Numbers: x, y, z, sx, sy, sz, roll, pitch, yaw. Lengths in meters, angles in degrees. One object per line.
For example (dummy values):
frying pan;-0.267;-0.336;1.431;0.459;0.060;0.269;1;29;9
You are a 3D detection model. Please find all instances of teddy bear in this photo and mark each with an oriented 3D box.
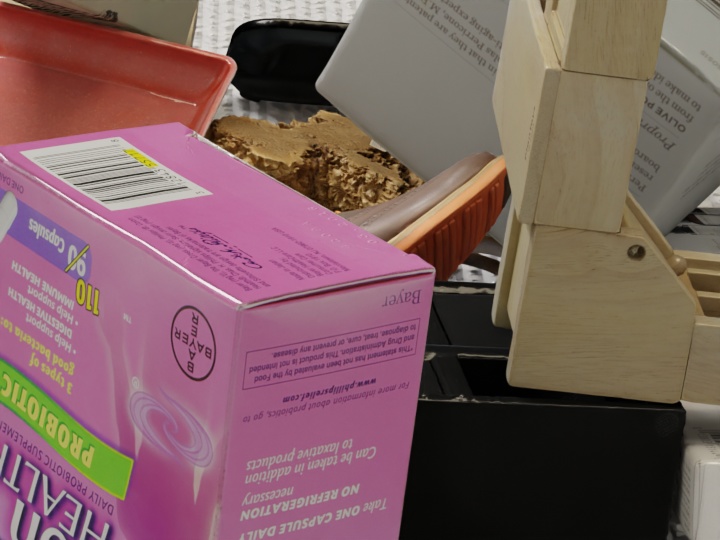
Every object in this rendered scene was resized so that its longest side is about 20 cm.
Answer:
teddy bear;-0.013;-0.049;1.665;0.145;0.067;0.200;26;21;24

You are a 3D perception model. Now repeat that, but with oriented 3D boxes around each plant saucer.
plant saucer;-0.190;-0.063;1.574;0.200;0.037;0.200;14;46;9

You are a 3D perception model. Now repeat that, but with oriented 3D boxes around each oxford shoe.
oxford shoe;-0.009;-0.011;1.431;0.200;0.071;0.073;-34;65;-20

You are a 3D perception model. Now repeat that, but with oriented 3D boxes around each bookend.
bookend;0.028;0.062;1.344;0.199;0.092;0.200;3;21;-9

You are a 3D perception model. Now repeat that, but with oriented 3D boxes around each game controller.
game controller;0.015;-0.132;1.839;0.200;0.104;0.042;3;66;-8

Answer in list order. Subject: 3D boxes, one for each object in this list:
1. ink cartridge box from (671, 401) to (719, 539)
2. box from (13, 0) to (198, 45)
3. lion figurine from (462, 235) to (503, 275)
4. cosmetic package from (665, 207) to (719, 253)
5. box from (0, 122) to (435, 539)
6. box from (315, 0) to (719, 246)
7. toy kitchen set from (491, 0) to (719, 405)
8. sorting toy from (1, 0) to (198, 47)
ink cartridge box;0.227;0.084;1.338;0.176;0.045;0.200;-1;10;-2
box;-0.159;-0.178;1.634;0.082;0.068;0.200;14;-1;18
lion figurine;0.000;0.000;1.543;0.200;0.073;0.122;7;9;-41
cosmetic package;0.202;0.021;1.554;0.083;0.051;0.200;-1;23;-17
box;-0.072;0.065;1.159;0.097;0.200;0.176;-11;29;-37
box;0.128;-0.131;1.540;0.200;0.171;0.199;39;42;10
toy kitchen set;0.155;-0.062;1.295;0.180;0.200;0.163;6;22;-5
sorting toy;-0.205;-0.118;1.752;0.200;0.070;0.199;6;22;-2
